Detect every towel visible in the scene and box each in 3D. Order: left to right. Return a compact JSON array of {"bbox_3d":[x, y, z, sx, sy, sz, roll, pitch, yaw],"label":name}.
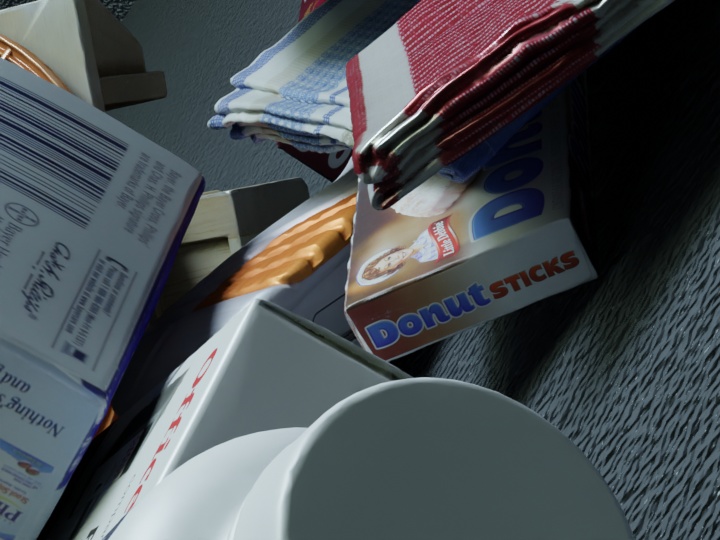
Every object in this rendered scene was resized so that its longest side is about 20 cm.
[{"bbox_3d":[0.039,-0.084,0.919,0.147,0.024,0.200,-41,20,-14],"label":"towel"},{"bbox_3d":[0.077,-0.100,0.795,0.200,0.023,0.144,-36,14,10],"label":"towel"}]

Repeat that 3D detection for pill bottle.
[{"bbox_3d":[-0.021,0.102,0.624,0.200,0.111,0.111,-47,16,51],"label":"pill bottle"}]

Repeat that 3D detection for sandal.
[{"bbox_3d":[0.005,-0.001,0.980,0.207,0.059,0.079,-41,14,-29],"label":"sandal"}]

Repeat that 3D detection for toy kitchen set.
[{"bbox_3d":[-0.073,-0.031,1.152,0.200,0.163,0.180,-9,4,39],"label":"toy kitchen set"}]

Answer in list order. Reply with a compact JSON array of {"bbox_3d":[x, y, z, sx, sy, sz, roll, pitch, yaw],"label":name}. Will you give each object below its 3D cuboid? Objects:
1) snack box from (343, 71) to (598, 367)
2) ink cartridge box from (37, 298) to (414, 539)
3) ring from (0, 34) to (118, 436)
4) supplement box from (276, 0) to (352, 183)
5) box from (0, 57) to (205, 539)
[{"bbox_3d":[0.036,-0.034,0.892,0.072,0.024,0.200,-22,22,12],"label":"snack box"},{"bbox_3d":[-0.056,0.108,0.859,0.147,0.083,0.200,-63,10,-24],"label":"ink cartridge box"},{"bbox_3d":[-0.156,0.004,1.099,0.019,0.200,0.200,-12,-31,-46],"label":"ring"},{"bbox_3d":[0.021,-0.112,1.186,0.109,0.061,0.200,-55,12,20],"label":"supplement box"},{"bbox_3d":[-0.151,0.056,0.938,0.200,0.105,0.184,-59,6,24],"label":"box"}]
